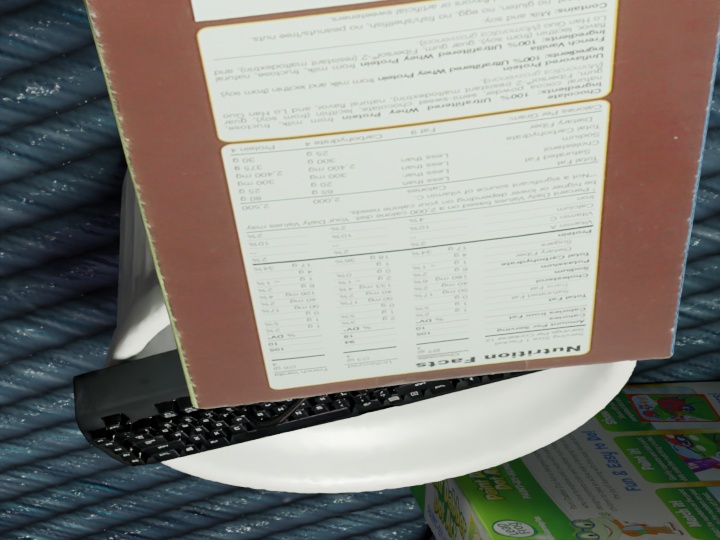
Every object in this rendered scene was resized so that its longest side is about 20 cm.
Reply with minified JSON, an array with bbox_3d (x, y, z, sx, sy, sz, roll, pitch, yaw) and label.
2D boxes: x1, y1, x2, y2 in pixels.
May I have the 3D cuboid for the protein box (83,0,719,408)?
[{"bbox_3d":[0.006,-0.101,0.562,0.134,0.200,0.200,-6,151,0],"label":"protein box"}]

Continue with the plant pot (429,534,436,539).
[{"bbox_3d":[0.120,0.217,1.163,0.195,0.198,0.200,11,170,-30],"label":"plant pot"}]

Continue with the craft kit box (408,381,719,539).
[{"bbox_3d":[0.130,0.100,0.976,0.196,0.200,0.049,2,105,-10],"label":"craft kit box"}]

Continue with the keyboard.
[{"bbox_3d":[-0.008,0.041,0.777,0.199,0.040,0.104,-16,150,14],"label":"keyboard"}]

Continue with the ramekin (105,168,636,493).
[{"bbox_3d":[0.000,0.000,0.845,0.199,0.098,0.201,-6,151,-3],"label":"ramekin"}]
